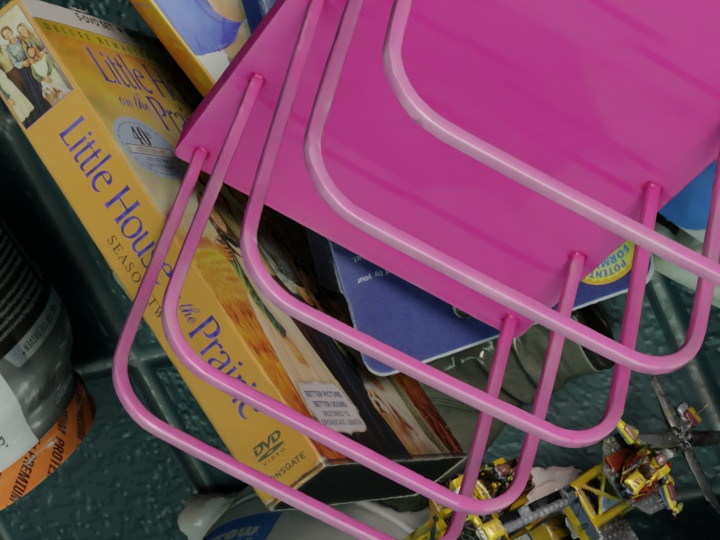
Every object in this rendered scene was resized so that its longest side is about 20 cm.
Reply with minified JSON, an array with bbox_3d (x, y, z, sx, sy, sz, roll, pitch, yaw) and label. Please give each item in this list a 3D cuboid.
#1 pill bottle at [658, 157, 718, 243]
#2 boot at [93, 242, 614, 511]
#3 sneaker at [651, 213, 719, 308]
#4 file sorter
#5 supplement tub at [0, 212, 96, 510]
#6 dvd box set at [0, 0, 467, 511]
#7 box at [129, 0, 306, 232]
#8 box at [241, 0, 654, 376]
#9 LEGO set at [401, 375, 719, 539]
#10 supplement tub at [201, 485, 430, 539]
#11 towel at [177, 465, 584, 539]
[{"bbox_3d":[0.117,-0.076,0.776,0.200,0.112,0.112,33,129,-19],"label":"pill bottle"},{"bbox_3d":[0.000,0.000,0.946,0.200,0.068,0.131,38,121,-13],"label":"boot"},{"bbox_3d":[0.183,0.017,0.874,0.199,0.075,0.081,22,137,8],"label":"sneaker"},{"bbox_3d":[0.028,-0.018,0.690,0.139,0.126,0.200,28,141,-13],"label":"file sorter"},{"bbox_3d":[-0.205,0.006,0.986,0.122,0.123,0.200,-21,113,32],"label":"supplement tub"},{"bbox_3d":[-0.048,-0.005,0.838,0.029,0.146,0.200,-38,73,15],"label":"dvd box set"},{"bbox_3d":[0.003,-0.084,0.850,0.119,0.041,0.200,-41,105,-9],"label":"box"},{"bbox_3d":[0.026,-0.074,0.822,0.121,0.032,0.201,-18,101,-15],"label":"box"},{"bbox_3d":[0.115,0.140,0.886,0.116,0.153,0.201,-41,67,39],"label":"LEGO set"},{"bbox_3d":[-0.038,0.189,0.953,0.131,0.200,0.132,11,126,16],"label":"supplement tub"},{"bbox_3d":[0.034,0.175,1.063,0.199,0.032,0.192,-7,119,25],"label":"towel"}]
